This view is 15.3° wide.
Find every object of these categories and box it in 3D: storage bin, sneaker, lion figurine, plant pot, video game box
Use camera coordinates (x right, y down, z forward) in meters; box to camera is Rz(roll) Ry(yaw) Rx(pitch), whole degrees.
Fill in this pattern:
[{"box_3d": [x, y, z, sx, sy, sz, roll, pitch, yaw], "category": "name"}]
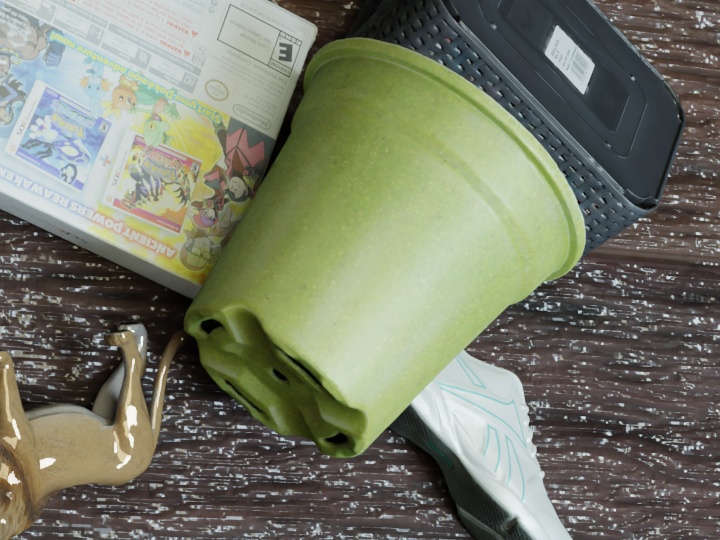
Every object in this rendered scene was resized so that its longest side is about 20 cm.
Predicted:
[{"box_3d": [0.096, -0.113, 1.665, 0.200, 0.094, 0.135, 44, 37, -14], "category": "storage bin"}, {"box_3d": [0.082, 0.107, 1.675, 0.080, 0.070, 0.201, -43, 102, -27], "category": "sneaker"}, {"box_3d": [-0.173, 0.100, 1.550, 0.199, 0.072, 0.123, -9, 95, -31], "category": "lion figurine"}, {"box_3d": [0.000, 0.000, 1.570, 0.200, 0.200, 0.185, 44, 65, -15], "category": "plant pot"}, {"box_3d": [-0.143, -0.104, 1.603, 0.199, 0.047, 0.183, 26, 71, -21], "category": "video game box"}]
